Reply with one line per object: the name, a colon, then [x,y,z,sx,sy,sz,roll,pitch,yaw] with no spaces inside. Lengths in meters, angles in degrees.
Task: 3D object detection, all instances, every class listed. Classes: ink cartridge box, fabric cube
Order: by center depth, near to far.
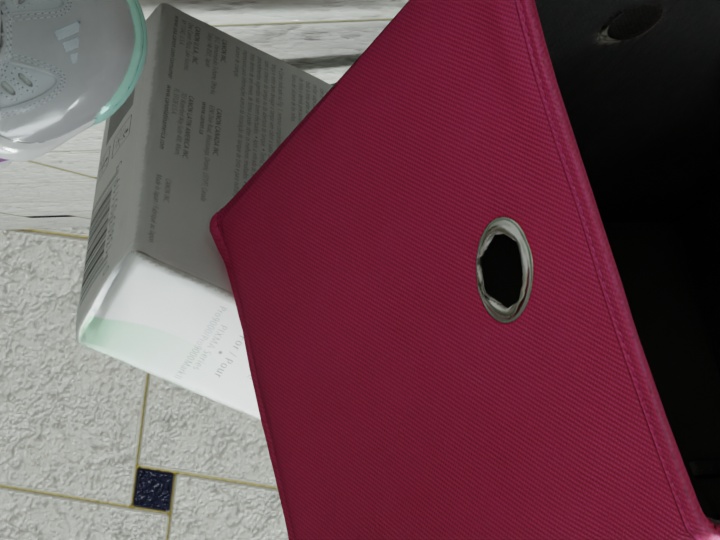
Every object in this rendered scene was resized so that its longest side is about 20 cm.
fabric cube: [0.095,0.022,0.753,0.200,0.197,0.199,0,154,-31]
ink cartridge box: [0.000,0.000,0.900,0.200,0.050,0.161,26,-148,-18]

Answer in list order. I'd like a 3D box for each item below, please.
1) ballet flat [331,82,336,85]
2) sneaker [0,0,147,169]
ballet flat: [-0.026,-0.059,1.182,0.200,0.076,0.068,-2,180,31]
sneaker: [-0.156,-0.063,0.657,0.199,0.078,0.140,-2,180,-5]
